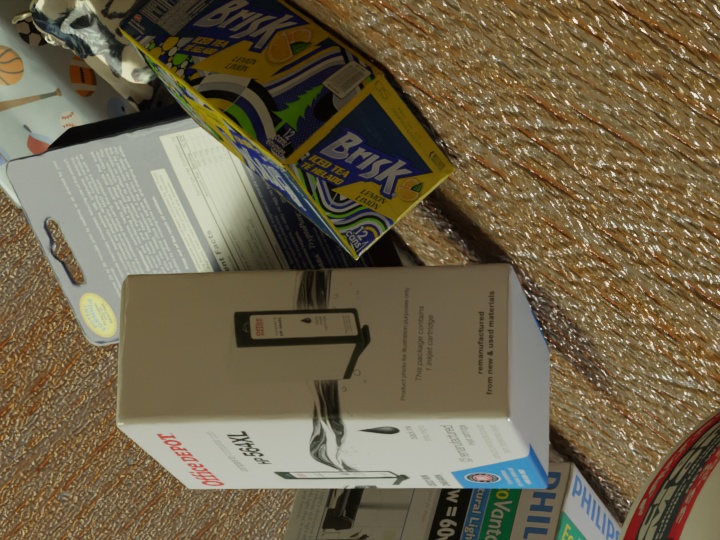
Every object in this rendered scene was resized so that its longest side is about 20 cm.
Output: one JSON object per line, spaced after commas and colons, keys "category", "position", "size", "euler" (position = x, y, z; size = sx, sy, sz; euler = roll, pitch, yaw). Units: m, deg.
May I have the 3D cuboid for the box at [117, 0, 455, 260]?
{"category": "box", "position": [-0.038, -0.082, 1.311], "size": [0.070, 0.064, 0.200], "euler": [51, 175, -34]}

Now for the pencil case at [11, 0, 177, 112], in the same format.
{"category": "pencil case", "position": [-0.089, -0.099, 1.499], "size": [0.200, 0.089, 0.078], "euler": [47, -146, -5]}

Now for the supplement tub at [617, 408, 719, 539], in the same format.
{"category": "supplement tub", "position": [0.134, 0.091, 0.692], "size": [0.140, 0.140, 0.200], "euler": [47, 175, 4]}

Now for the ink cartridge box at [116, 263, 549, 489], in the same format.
{"category": "ink cartridge box", "position": [-0.011, 0.058, 1.423], "size": [0.146, 0.200, 0.084], "euler": [56, -146, -68]}

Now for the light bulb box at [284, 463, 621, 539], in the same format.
{"category": "light bulb box", "position": [0.074, 0.226, 1.857], "size": [0.200, 0.125, 0.198], "euler": [-2, 147, 28]}

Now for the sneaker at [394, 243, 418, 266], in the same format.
{"category": "sneaker", "position": [0.000, 0.000, 1.720], "size": [0.200, 0.070, 0.080], "euler": [56, -179, -24]}

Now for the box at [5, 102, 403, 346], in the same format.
{"category": "box", "position": [-0.085, -0.030, 1.467], "size": [0.200, 0.032, 0.121], "euler": [-11, 114, 33]}

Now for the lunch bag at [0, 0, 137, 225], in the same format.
{"category": "lunch bag", "position": [-0.204, -0.151, 1.773], "size": [0.170, 0.124, 0.200], "euler": [48, -148, -13]}
